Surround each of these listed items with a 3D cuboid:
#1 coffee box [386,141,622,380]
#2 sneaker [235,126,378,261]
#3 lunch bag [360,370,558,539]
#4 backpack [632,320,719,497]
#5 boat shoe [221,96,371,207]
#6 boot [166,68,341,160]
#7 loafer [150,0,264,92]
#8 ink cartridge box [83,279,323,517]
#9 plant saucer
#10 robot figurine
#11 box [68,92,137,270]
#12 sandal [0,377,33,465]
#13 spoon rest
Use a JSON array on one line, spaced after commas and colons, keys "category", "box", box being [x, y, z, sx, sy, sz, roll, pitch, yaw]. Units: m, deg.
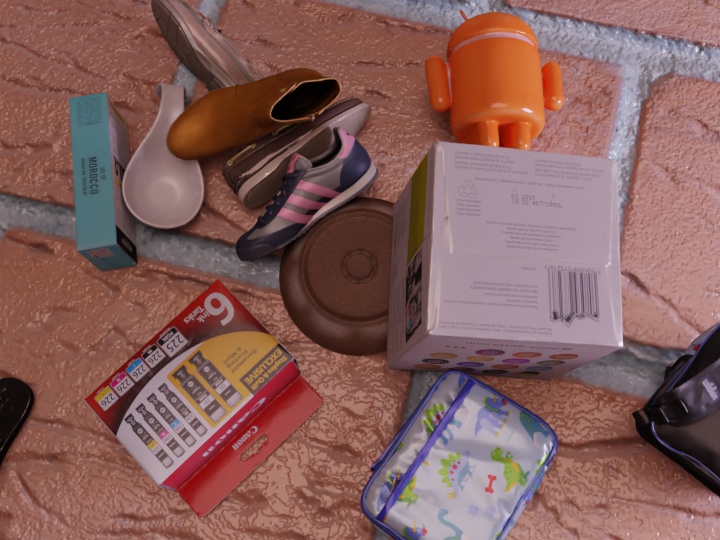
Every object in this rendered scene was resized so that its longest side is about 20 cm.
[{"category": "coffee box", "box": [0.145, -0.001, 0.980, 0.199, 0.198, 0.201, 5, 73, -9]}, {"category": "sneaker", "box": [-0.078, -0.093, 1.089, 0.200, 0.070, 0.082, -38, 116, -10]}, {"category": "lunch bag", "box": [0.103, 0.221, 0.992, 0.161, 0.082, 0.200, 34, 76, 15]}, {"category": "backpack", "box": [0.409, 0.144, 0.963, 0.200, 0.154, 0.191, 38, 86, 7]}, {"category": "boat shoe", "box": [-0.078, -0.158, 1.126, 0.200, 0.072, 0.060, -37, 69, -9]}, {"category": "boot", "box": [-0.128, -0.184, 1.067, 0.201, 0.144, 0.071, -29, 110, -11]}, {"category": "loafer", "box": [-0.192, -0.282, 1.179, 0.063, 0.072, 0.200, -33, 80, -25]}, {"category": "ink cartridge box", "box": [-0.170, 0.145, 1.027, 0.200, 0.084, 0.176, -44, 76, -11]}, {"category": "plant saucer", "box": [0.000, 0.000, 1.090, 0.200, 0.037, 0.201, -1, 73, 3]}, {"category": "robot figurine", "box": [0.165, -0.226, 1.112, 0.144, 0.117, 0.201, -11, 71, 28]}, {"category": "box", "box": [-0.314, -0.108, 1.115, 0.049, 0.082, 0.201, -9, 72, 1]}, {"category": "sandal", "box": [-0.442, 0.213, 1.039, 0.075, 0.045, 0.200, 19, 74, 8]}, {"category": "spoon rest", "box": [-0.241, -0.147, 1.129, 0.099, 0.061, 0.201, 5, 70, -17]}]
